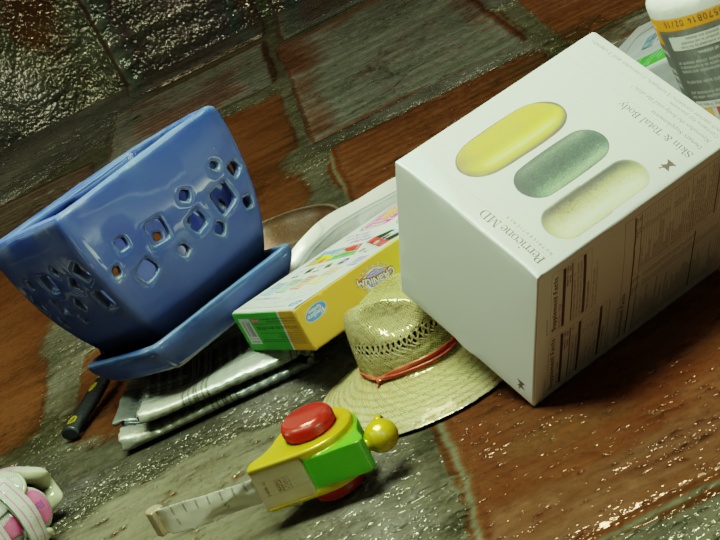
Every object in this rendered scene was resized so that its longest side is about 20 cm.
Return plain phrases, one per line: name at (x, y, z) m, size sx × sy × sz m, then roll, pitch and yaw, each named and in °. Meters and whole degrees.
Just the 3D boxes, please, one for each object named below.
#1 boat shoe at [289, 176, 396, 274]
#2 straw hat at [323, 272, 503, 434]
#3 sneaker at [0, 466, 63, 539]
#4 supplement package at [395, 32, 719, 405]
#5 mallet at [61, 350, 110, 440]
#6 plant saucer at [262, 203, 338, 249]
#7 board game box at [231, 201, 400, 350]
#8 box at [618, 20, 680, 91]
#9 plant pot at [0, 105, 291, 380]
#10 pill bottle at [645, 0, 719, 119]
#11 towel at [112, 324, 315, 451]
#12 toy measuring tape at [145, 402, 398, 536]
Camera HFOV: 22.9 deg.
boat shoe at (0.004, -0.019, 1.708) m, size 0.069 × 0.072 × 0.200 m, roll 36°, pitch 46°, yaw 26°
straw hat at (0.033, 0.050, 1.421) m, size 0.201 × 0.085 × 0.201 m, roll -24°, pitch 17°, yaw 8°
sneaker at (-0.301, 0.210, 1.451) m, size 0.088 × 0.081 × 0.200 m, roll -24°, pitch 18°, yaw 13°
supplement package at (0.150, -0.040, 1.308) m, size 0.200 × 0.151 × 0.152 m, roll -34°, pitch 56°, yaw -23°
mallet at (-0.263, 0.109, 1.772) m, size 0.066 × 0.041 × 0.200 m, roll -15°, pitch 24°, yaw 29°
plant saucer at (-0.104, -0.006, 1.870) m, size 0.200 × 0.037 × 0.200 m, roll -24°, pitch 17°, yaw 8°
board game box at (0.000, 0.000, 1.554) m, size 0.200 × 0.040 × 0.153 m, roll -34°, pitch 11°, yaw -20°
box at (0.318, -0.185, 1.648) m, size 0.176 × 0.097 × 0.200 m, roll -24°, pitch 14°, yaw 41°
plant pot at (-0.194, -0.014, 1.643) m, size 0.200 × 0.180 × 0.200 m, roll -39°, pitch 10°, yaw -29°
pill bottle at (0.312, -0.149, 1.398) m, size 0.116 × 0.200 × 0.116 m, roll -24°, pitch 17°, yaw 8°
towel at (-0.138, 0.086, 1.654) m, size 0.200 × 0.035 × 0.193 m, roll -26°, pitch 17°, yaw 4°
toy measuring tape at (-0.062, 0.145, 1.314) m, size 0.200 × 0.074 × 0.074 m, roll -21°, pitch 18°, yaw 17°
